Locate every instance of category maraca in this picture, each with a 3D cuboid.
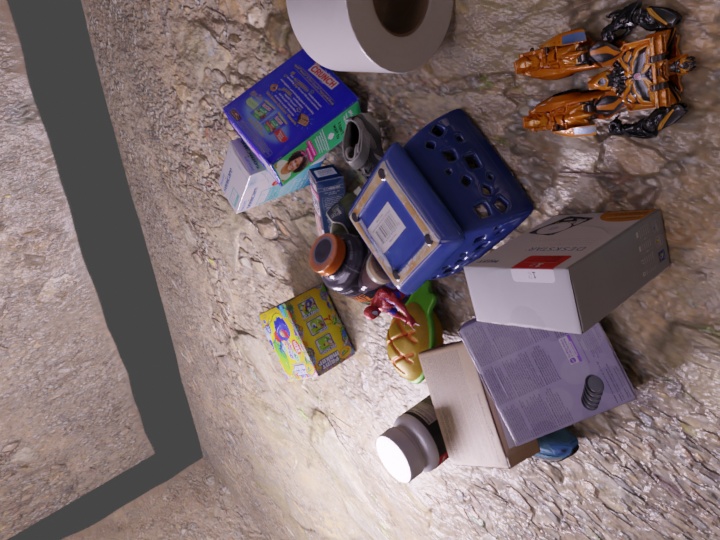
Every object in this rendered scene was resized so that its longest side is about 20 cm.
[{"bbox_3d":[0.106,0.113,1.110,0.137,0.105,0.204,17,102,62],"label":"maraca"}]

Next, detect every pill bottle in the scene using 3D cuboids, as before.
[{"bbox_3d":[0.000,0.000,1.061,0.105,0.199,0.108,-22,56,38],"label":"pill bottle"},{"bbox_3d":[0.134,0.303,1.101,0.113,0.198,0.115,34,137,38],"label":"pill bottle"}]

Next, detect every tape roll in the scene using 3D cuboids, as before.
[{"bbox_3d":[0.014,-0.382,0.812,0.138,0.201,0.206,23,129,47],"label":"tape roll"}]

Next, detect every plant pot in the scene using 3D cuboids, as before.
[{"bbox_3d":[0.104,-0.093,0.893,0.201,0.178,0.200,55,145,11],"label":"plant pot"}]

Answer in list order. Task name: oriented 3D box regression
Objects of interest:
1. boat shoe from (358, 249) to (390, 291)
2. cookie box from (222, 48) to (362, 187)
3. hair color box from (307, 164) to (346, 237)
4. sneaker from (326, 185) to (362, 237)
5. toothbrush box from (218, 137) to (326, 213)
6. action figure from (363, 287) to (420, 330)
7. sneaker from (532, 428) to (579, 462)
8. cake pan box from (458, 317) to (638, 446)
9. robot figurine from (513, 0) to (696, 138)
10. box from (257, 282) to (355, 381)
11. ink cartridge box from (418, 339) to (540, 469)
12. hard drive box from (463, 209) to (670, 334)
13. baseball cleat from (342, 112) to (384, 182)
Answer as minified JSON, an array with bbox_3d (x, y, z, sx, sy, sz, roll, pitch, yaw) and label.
[{"bbox_3d":[0.050,-0.032,0.998,0.072,0.200,0.065,47,129,-9],"label":"boat shoe"},{"bbox_3d":[-0.120,-0.283,1.069,0.172,0.199,0.075,49,173,23],"label":"cookie box"},{"bbox_3d":[-0.058,-0.105,1.205,0.100,0.060,0.203,-121,20,-63],"label":"hair color box"},{"bbox_3d":[-0.020,-0.078,1.112,0.067,0.089,0.201,54,169,24],"label":"sneaker"},{"bbox_3d":[-0.179,-0.218,1.204,0.086,0.198,0.147,57,146,11],"label":"toothbrush box"},{"bbox_3d":[0.093,0.048,0.988,0.099,0.198,0.066,51,146,16],"label":"action figure"},{"bbox_3d":[0.272,0.234,0.971,0.199,0.078,0.091,35,134,39],"label":"sneaker"},{"bbox_3d":[0.262,0.125,0.840,0.182,0.052,0.202,-29,87,15],"label":"cake pan box"},{"bbox_3d":[0.276,-0.218,0.673,0.199,0.058,0.147,9,120,54],"label":"robot figurine"},{"bbox_3d":[-0.140,0.161,1.479,0.199,0.121,0.195,-26,91,58],"label":"box"},{"bbox_3d":[0.190,0.213,0.965,0.164,0.074,0.203,-29,76,60],"label":"ink cartridge box"},{"bbox_3d":[0.254,-0.004,0.719,0.155,0.198,0.078,1,113,54],"label":"hard drive box"},{"bbox_3d":[0.016,-0.174,1.036,0.069,0.106,0.203,-16,100,35],"label":"baseball cleat"}]
